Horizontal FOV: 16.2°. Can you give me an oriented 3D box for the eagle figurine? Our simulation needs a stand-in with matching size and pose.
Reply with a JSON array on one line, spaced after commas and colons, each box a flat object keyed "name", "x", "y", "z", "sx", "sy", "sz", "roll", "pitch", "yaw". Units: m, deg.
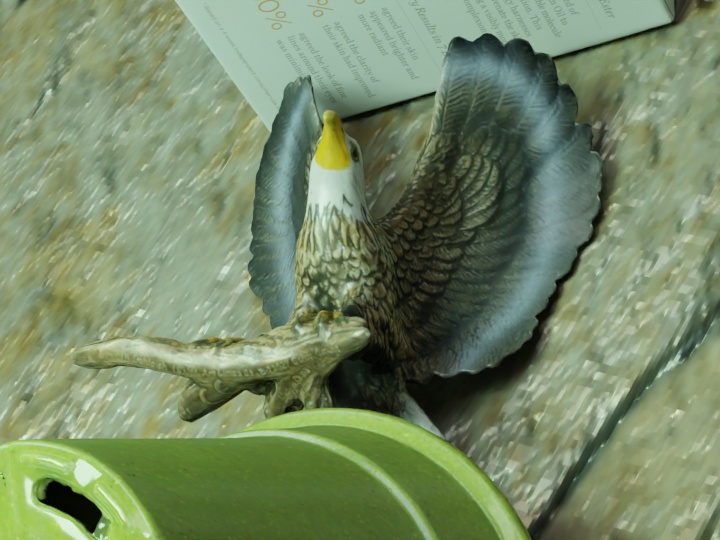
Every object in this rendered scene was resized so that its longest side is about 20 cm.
[{"name": "eagle figurine", "x": 0.002, "y": -0.006, "z": 1.032, "sx": 0.152, "sy": 0.151, "sz": 0.200, "roll": 32, "pitch": 34, "yaw": 4}]

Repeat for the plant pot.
[{"name": "plant pot", "x": -0.064, "y": 0.130, "z": 0.847, "sx": 0.200, "sy": 0.190, "sz": 0.200, "roll": -8, "pitch": 74, "yaw": 29}]

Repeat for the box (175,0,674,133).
[{"name": "box", "x": 0.020, "y": -0.167, "z": 1.109, "sx": 0.200, "sy": 0.152, "sz": 0.106, "roll": -15, "pitch": 48, "yaw": 20}]
